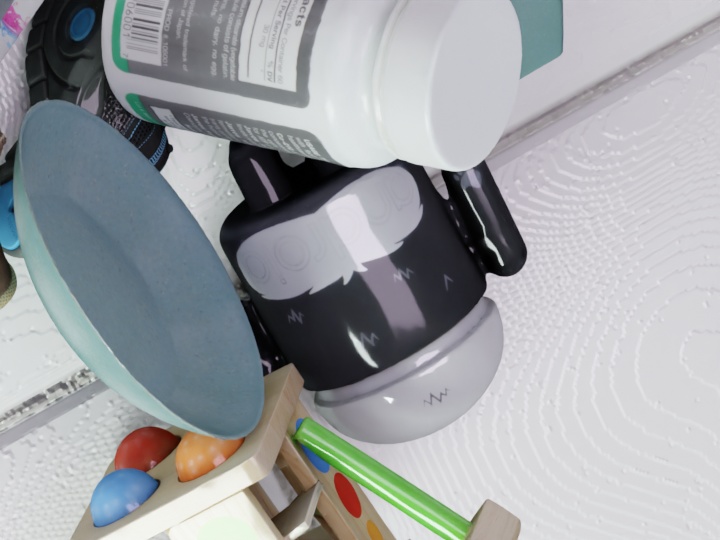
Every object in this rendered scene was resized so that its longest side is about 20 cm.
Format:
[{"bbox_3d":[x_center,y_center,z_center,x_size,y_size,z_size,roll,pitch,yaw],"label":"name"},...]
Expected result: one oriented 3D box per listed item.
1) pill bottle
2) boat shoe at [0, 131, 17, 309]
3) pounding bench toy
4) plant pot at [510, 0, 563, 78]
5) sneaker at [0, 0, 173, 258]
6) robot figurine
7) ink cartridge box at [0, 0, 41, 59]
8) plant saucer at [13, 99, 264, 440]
[{"bbox_3d":[-0.025,-0.115,1.281,0.113,0.200,0.113,-32,129,-51],"label":"pill bottle"},{"bbox_3d":[-0.205,-0.013,1.258,0.075,0.202,0.075,31,57,-7],"label":"boat shoe"},{"bbox_3d":[-0.034,0.131,1.324,0.200,0.124,0.156,-29,105,17],"label":"pounding bench toy"},{"bbox_3d":[0.023,-0.192,1.391,0.141,0.141,0.200,-30,109,-20],"label":"plant pot"},{"bbox_3d":[-0.142,-0.096,1.363,0.082,0.073,0.200,22,85,-42],"label":"sneaker"},{"bbox_3d":[-0.001,0.000,1.388,0.125,0.150,0.200,-42,107,-46],"label":"robot figurine"},{"bbox_3d":[-0.231,-0.182,1.269,0.200,0.087,0.145,-55,136,-11],"label":"ink cartridge box"},{"bbox_3d":[-0.123,0.007,1.265,0.039,0.201,0.201,-31,105,17],"label":"plant saucer"}]
